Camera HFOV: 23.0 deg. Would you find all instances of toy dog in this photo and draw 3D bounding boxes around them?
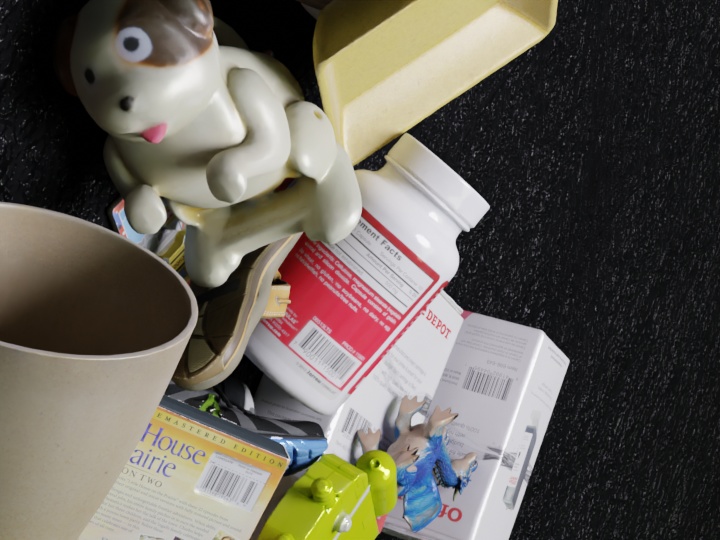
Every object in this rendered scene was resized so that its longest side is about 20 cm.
[{"bbox_3d":[-0.103,-0.109,1.137,0.200,0.139,0.195,38,48,-52],"label":"toy dog"}]

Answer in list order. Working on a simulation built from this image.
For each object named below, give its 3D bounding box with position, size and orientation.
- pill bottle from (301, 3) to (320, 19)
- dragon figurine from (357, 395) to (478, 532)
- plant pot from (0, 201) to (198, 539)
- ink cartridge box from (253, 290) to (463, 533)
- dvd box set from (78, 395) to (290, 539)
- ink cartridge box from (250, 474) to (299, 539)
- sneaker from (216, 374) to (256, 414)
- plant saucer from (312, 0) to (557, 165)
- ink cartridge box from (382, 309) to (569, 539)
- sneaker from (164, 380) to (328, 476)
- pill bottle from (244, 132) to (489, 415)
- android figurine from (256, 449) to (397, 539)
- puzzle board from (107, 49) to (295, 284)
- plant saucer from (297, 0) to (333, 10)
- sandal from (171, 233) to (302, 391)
[{"bbox_3d":[0.040,-0.212,1.362,0.200,0.112,0.113,23,82,-59],"label":"pill bottle"},{"bbox_3d":[0.033,0.167,1.395,0.200,0.059,0.100,-41,136,-47],"label":"dragon figurine"},{"bbox_3d":[-0.209,0.089,1.032,0.187,0.187,0.201,-19,133,-55],"label":"plant pot"},{"bbox_3d":[-0.008,0.093,1.436,0.147,0.083,0.201,44,65,-57],"label":"ink cartridge box"},{"bbox_3d":[-0.154,0.177,1.147,0.146,0.029,0.201,23,101,-19],"label":"dvd box set"},{"bbox_3d":[-0.092,0.230,1.329,0.117,0.067,0.200,-56,166,-27],"label":"ink cartridge box"},{"bbox_3d":[-0.140,0.129,1.242,0.088,0.076,0.200,44,40,-20],"label":"sneaker"},{"bbox_3d":[0.047,-0.172,1.229,0.199,0.049,0.200,-34,164,-7],"label":"plant saucer"},{"bbox_3d":[0.078,0.141,1.536,0.085,0.145,0.201,41,67,-58],"label":"ink cartridge box"},{"bbox_3d":[-0.110,0.095,1.202,0.199,0.071,0.083,15,56,-22],"label":"sneaker"},{"bbox_3d":[0.000,0.000,1.314,0.200,0.112,0.112,-49,147,2],"label":"pill bottle"},{"bbox_3d":[-0.033,0.205,1.249,0.182,0.041,0.200,-53,160,-23],"label":"android figurine"},{"bbox_3d":[-0.101,-0.044,1.291,0.200,0.017,0.151,-51,142,-37],"label":"puzzle board"},{"bbox_3d":[-0.007,-0.278,1.222,0.199,0.029,0.201,1,86,-23],"label":"plant saucer"},{"bbox_3d":[-0.080,0.023,1.224,0.054,0.080,0.200,56,31,-26],"label":"sandal"}]
